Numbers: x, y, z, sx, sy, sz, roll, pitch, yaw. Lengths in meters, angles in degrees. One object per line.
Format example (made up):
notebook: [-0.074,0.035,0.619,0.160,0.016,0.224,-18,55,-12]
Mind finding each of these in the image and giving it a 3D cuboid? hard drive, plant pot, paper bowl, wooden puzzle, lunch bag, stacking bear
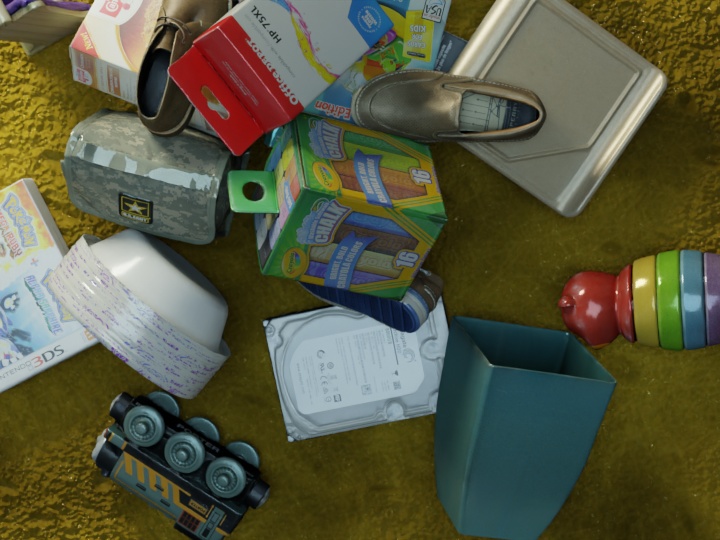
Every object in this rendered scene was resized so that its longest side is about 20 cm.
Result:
hard drive: [0.004,0.100,1.733,0.199,0.038,0.140,-11,93,4]
plant pot: [0.154,0.172,1.661,0.141,0.141,0.201,9,106,-16]
paper bowl: [-0.219,0.034,1.664,0.201,0.201,0.104,41,94,1]
wooden puzzle: [0.194,-0.183,1.674,0.200,0.037,0.185,34,94,-7]
lunch bag: [-0.213,-0.099,1.656,0.163,0.200,0.118,16,94,3]
stacking bear: [0.310,0.037,1.672,0.199,0.121,0.114,-3,96,12]

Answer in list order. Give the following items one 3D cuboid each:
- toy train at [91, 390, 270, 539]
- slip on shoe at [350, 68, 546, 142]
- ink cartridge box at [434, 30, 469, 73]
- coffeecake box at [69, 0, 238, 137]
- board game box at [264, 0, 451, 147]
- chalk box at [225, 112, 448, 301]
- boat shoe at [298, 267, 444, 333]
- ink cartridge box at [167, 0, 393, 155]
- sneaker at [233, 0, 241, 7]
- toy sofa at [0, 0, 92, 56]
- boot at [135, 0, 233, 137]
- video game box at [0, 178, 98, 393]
toy train: [-0.199,0.217,1.738,0.200,0.085,0.114,32,105,2]
slip on shoe: [0.091,-0.163,1.619,0.199,0.061,0.076,7,97,-5]
ink cartridge box: [0.085,-0.208,1.708,0.199,0.037,0.095,26,96,5]
coffeecake box: [-0.183,-0.242,1.676,0.199,0.073,0.154,21,66,3]
board game box: [-0.003,-0.210,1.656,0.150,0.047,0.201,13,96,-12]
chalk box: [-0.034,-0.068,1.587,0.199,0.125,0.124,12,131,-22]
boat shoe: [0.000,0.000,1.702,0.200,0.072,0.072,29,54,25]
ink cartridge box: [-0.077,-0.218,1.547,0.200,0.067,0.116,-46,105,-25]
sneaker: [-0.168,-0.317,1.632,0.200,0.070,0.093,38,59,7]
toy sofa: [-0.359,-0.283,1.656,0.097,0.200,0.083,-28,91,12]
boot: [-0.175,-0.234,1.562,0.073,0.075,0.201,13,85,8]
video game box: [-0.400,0.027,1.757,0.182,0.047,0.200,-28,91,4]
